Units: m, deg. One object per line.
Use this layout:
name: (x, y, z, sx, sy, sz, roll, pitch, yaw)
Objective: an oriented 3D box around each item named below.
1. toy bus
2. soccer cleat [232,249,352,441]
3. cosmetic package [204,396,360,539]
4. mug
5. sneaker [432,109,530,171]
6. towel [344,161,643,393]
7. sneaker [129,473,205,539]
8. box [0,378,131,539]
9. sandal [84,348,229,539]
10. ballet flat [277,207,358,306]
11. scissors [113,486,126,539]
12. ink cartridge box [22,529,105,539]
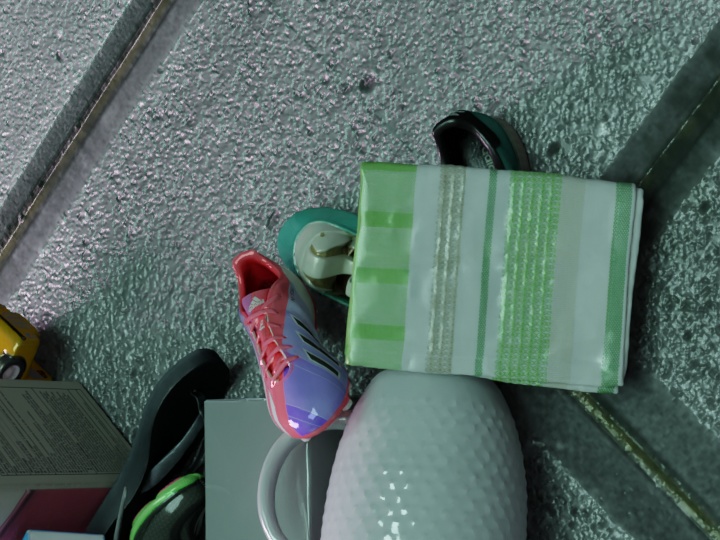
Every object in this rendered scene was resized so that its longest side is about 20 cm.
toy bus: (-0.326, 0.127, 1.869, 0.065, 0.078, 0.201, 39, 109, 32)
soccer cleat: (-0.057, 0.054, 1.609, 0.067, 0.077, 0.200, -37, 27, 10)
cosmetic package: (-0.057, 0.195, 1.682, 0.106, 0.090, 0.201, -1, 85, 35)
mug: (0.023, 0.163, 1.579, 0.199, 0.148, 0.177, 2, 75, 13)
sneaker: (0.101, -0.023, 1.582, 0.071, 0.080, 0.201, -31, 71, 26)
towel: (0.093, 0.003, 1.541, 0.199, 0.031, 0.150, 6, 92, 2)
sneaker: (-0.146, 0.253, 1.753, 0.083, 0.077, 0.201, 25, 112, 26)
box: (-0.285, 0.168, 1.767, 0.128, 0.200, 0.109, 48, 112, 28)
sandal: (-0.152, 0.153, 1.752, 0.043, 0.076, 0.201, 36, 108, 30)
ballet flat: (0.000, 0.000, 1.657, 0.199, 0.070, 0.068, 24, 105, 33)
scissors: (-0.201, 0.244, 1.761, 0.014, 0.073, 0.201, 15, 113, 5)
ink cartridge box: (-0.254, 0.308, 1.740, 0.200, 0.066, 0.116, 121, 146, -44)
